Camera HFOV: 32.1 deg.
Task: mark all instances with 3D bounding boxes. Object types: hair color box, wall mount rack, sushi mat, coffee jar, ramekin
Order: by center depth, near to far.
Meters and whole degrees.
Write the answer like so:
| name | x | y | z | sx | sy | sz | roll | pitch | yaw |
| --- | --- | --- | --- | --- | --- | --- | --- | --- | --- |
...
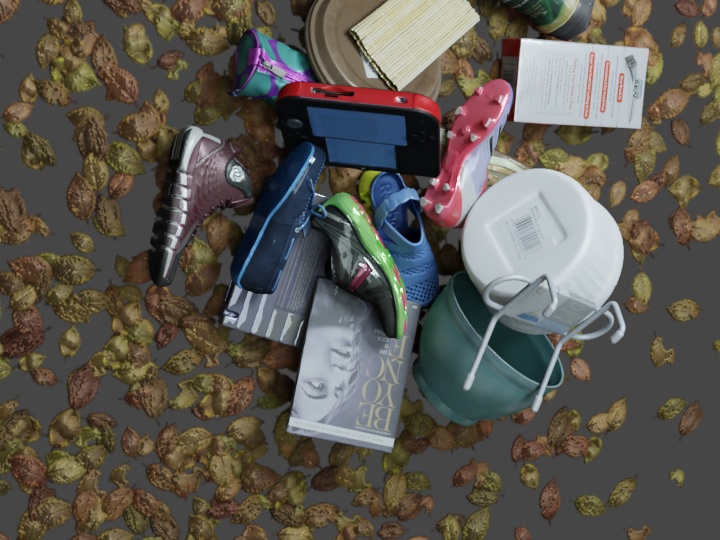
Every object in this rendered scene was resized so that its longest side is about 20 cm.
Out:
| name | x | y | z | sx | sy | sz | roll | pitch | yaw |
| --- | --- | --- | --- | --- | --- | --- | --- | --- | --- |
| wall mount rack | 0.216 | 0.085 | 1.512 | 0.199 | 0.075 | 0.174 | 20 | 133 | -31 |
| sushi mat | 0.071 | -0.309 | 1.574 | 0.096 | 0.012 | 0.200 | 51 | 53 | -8 |
| ramekin | 0.223 | -0.030 | 1.584 | 0.201 | 0.200 | 0.098 | -53 | 142 | -4 |
| coffee jar | 0.218 | -0.386 | 1.628 | 0.199 | 0.085 | 0.105 | 26 | 67 | -22 |
| hair color box | 0.287 | -0.253 | 1.697 | 0.198 | 0.064 | 0.112 | 1 | 99 | -19 |

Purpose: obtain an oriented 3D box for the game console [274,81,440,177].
| name | x | y | z | sx | sy | sz | roll | pitch | yaw |
| --- | --- | --- | --- | --- | --- | --- | --- | --- | --- |
| game console | 0.000 | -0.166 | 1.519 | 0.198 | 0.177 | 0.031 | 7 | 65 | 7 |

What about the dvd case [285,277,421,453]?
| name | x | y | z | sx | sy | sz | roll | pitch | yaw |
| --- | --- | --- | --- | --- | --- | --- | --- | --- | --- |
| dvd case | -0.008 | 0.124 | 1.622 | 0.147 | 0.016 | 0.202 | 14 | 83 | -18 |

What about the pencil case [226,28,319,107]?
| name | x | y | z | sx | sy | sz | roll | pitch | yaw |
| --- | --- | --- | --- | --- | --- | --- | --- | --- | --- |
| pencil case | -0.063 | -0.227 | 1.555 | 0.198 | 0.092 | 0.086 | 18 | 94 | -23 |

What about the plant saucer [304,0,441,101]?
| name | x | y | z | sx | sy | sz | roll | pitch | yaw |
| --- | --- | --- | --- | --- | --- | --- | --- | --- | --- |
| plant saucer | 0.023 | -0.274 | 1.558 | 0.198 | 0.029 | 0.202 | 12 | 65 | -27 |

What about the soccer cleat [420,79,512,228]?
| name | x | y | z | sx | sy | sz | roll | pitch | yaw |
| --- | --- | --- | --- | --- | --- | --- | --- | --- | --- |
| soccer cleat | 0.145 | -0.148 | 1.607 | 0.076 | 0.066 | 0.202 | 22 | 95 | -49 |

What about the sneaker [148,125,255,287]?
| name | x | y | z | sx | sy | sz | roll | pitch | yaw |
| --- | --- | --- | --- | --- | --- | --- | --- | --- | --- |
| sneaker | -0.189 | -0.070 | 1.548 | 0.114 | 0.076 | 0.202 | 12 | 95 | -25 |

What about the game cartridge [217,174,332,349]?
| name | x | y | z | sx | sy | sz | roll | pitch | yaw |
| --- | --- | --- | --- | --- | --- | --- | --- | --- | --- |
| game cartridge | -0.095 | -0.009 | 1.617 | 0.129 | 0.038 | 0.202 | 18 | 93 | -27 |

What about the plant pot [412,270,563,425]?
| name | x | y | z | sx | sy | sz | roll | pitch | yaw |
| --- | --- | --- | --- | --- | --- | --- | --- | --- | --- |
| plant pot | 0.153 | 0.120 | 1.664 | 0.199 | 0.201 | 0.134 | 33 | 114 | -23 |

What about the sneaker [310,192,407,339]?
| name | x | y | z | sx | sy | sz | roll | pitch | yaw |
| --- | --- | --- | --- | --- | --- | --- | --- | --- | --- |
| sneaker | 0.000 | 0.000 | 1.600 | 0.083 | 0.077 | 0.201 | -27 | 95 | 9 |

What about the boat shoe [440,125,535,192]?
| name | x | y | z | sx | sy | sz | roll | pitch | yaw |
| --- | --- | --- | --- | --- | --- | --- | --- | --- | --- |
| boat shoe | 0.156 | -0.128 | 1.670 | 0.198 | 0.072 | 0.077 | 22 | 91 | -11 |

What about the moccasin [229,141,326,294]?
| name | x | y | z | sx | sy | sz | roll | pitch | yaw |
| --- | --- | --- | --- | --- | --- | --- | --- | --- | --- |
| moccasin | -0.093 | -0.064 | 1.559 | 0.068 | 0.081 | 0.201 | 25 | 105 | -26 |

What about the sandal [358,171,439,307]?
| name | x | y | z | sx | sy | sz | roll | pitch | yaw |
| --- | --- | --- | --- | --- | --- | --- | --- | --- | --- |
| sandal | 0.057 | -0.040 | 1.640 | 0.079 | 0.087 | 0.202 | -28 | 110 | -15 |
